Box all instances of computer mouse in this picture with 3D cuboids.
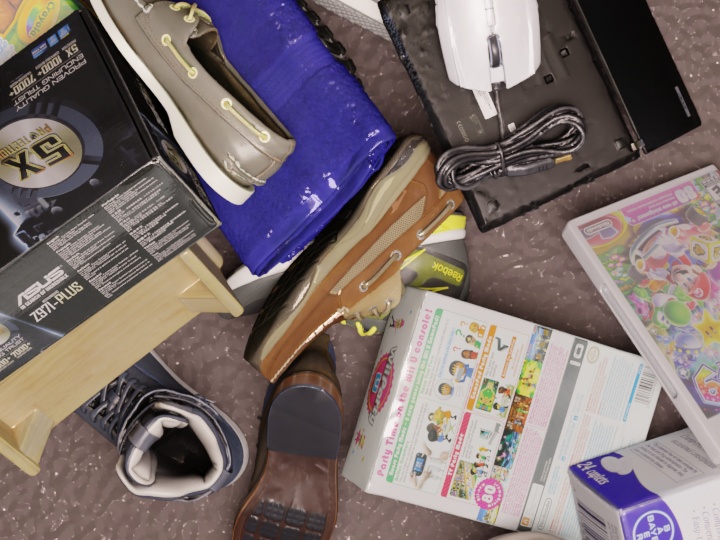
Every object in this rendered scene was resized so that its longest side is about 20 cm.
[{"bbox_3d":[0.085,-0.161,1.158,0.108,0.044,0.203,-12,90,-2],"label":"computer mouse"}]

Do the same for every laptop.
[{"bbox_3d":[0.134,-0.147,1.234,0.198,0.103,0.179,-26,90,-3],"label":"laptop"}]

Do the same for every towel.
[{"bbox_3d":[-0.075,-0.117,1.197,0.148,0.049,0.201,-43,74,21],"label":"towel"}]

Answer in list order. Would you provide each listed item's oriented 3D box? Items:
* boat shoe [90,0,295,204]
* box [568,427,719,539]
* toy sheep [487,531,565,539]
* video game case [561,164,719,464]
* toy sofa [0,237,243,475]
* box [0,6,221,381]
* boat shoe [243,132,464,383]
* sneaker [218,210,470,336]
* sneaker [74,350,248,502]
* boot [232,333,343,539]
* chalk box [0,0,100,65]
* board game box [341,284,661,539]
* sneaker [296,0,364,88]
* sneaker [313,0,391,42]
[{"bbox_3d":[-0.116,-0.141,1.152,0.060,0.072,0.203,-38,77,16],"label":"boat shoe"},{"bbox_3d":[0.270,0.208,1.210,0.198,0.105,0.186,-17,102,-12],"label":"box"},{"bbox_3d":[0.114,0.245,1.172,0.136,0.200,0.140,-1,95,-16],"label":"toy sheep"},{"bbox_3d":[0.251,0.026,1.217,0.142,0.018,0.201,-20,66,-26],"label":"video game case"},{"bbox_3d":[-0.189,0.036,1.178,0.199,0.083,0.098,-37,47,3],"label":"toy sofa"},{"bbox_3d":[-0.216,-0.048,1.134,0.199,0.086,0.165,-34,51,6],"label":"box"},{"bbox_3d":[0.000,0.000,1.194,0.074,0.076,0.201,39,88,-13],"label":"boat shoe"},{"bbox_3d":[-0.010,0.014,1.260,0.198,0.074,0.086,-15,91,1],"label":"sneaker"},{"bbox_3d":[-0.173,0.093,1.230,0.201,0.146,0.077,32,93,2],"label":"sneaker"},{"bbox_3d":[-0.047,0.144,1.273,0.074,0.097,0.202,15,120,-3],"label":"boot"},{"bbox_3d":[-0.265,-0.173,1.237,0.125,0.124,0.200,-44,90,2],"label":"chalk box"},{"bbox_3d":[0.104,0.108,1.237,0.198,0.064,0.149,18,90,-19],"label":"board game box"},{"bbox_3d":[-0.076,-0.168,1.264,0.090,0.078,0.200,-42,84,9],"label":"sneaker"},{"bbox_3d":[0.053,-0.195,1.254,0.199,0.078,0.080,31,85,-4],"label":"sneaker"}]
